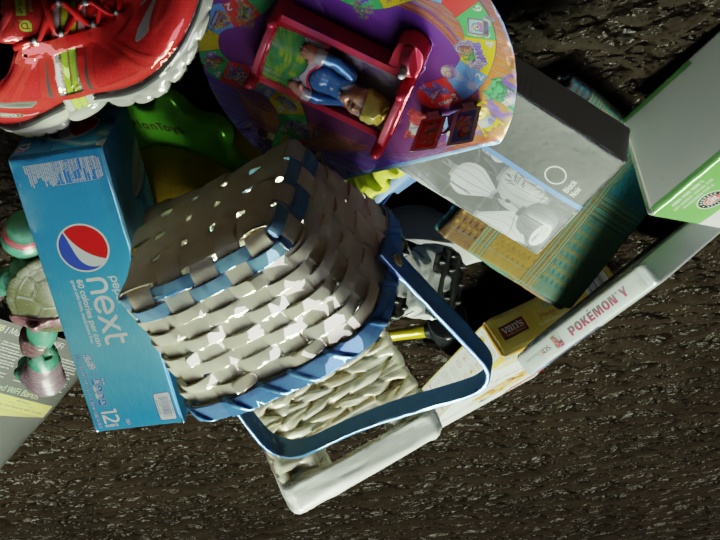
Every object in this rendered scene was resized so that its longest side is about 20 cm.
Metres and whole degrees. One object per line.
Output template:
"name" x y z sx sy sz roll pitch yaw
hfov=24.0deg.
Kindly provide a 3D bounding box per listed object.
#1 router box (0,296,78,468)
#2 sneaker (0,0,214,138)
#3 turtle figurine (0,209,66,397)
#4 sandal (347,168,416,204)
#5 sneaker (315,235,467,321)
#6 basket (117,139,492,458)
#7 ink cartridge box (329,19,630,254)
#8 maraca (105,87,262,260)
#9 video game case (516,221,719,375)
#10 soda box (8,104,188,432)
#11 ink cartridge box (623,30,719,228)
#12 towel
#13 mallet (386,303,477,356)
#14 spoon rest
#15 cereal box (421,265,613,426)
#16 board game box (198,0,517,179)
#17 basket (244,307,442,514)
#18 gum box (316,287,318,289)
"router box" -0.331 0.080 1.362 0.157 0.052 0.199 -46 143 16
"sneaker" -0.166 -0.134 0.974 0.199 0.078 0.085 -24 146 33
"turtle figurine" -0.220 0.001 1.188 0.148 0.101 0.201 -10 138 0
"sandal" 0.037 -0.084 1.145 0.087 0.080 0.199 11 153 -44
"sneaker" 0.000 0.000 1.208 0.090 0.067 0.200 11 -179 25
"basket" -0.035 0.028 1.044 0.175 0.140 0.201 -22 120 26
"ink cartridge box" 0.057 -0.097 1.037 0.199 0.039 0.100 30 133 -11
"maraca" -0.104 -0.054 1.136 0.136 0.108 0.201 6 145 32
"video game case" 0.228 -0.009 1.302 0.200 0.023 0.182 -36 175 -36
"soda box" -0.160 0.000 1.086 0.063 0.068 0.202 -7 118 11
"ink cartridge box" 0.307 -0.094 1.173 0.198 0.085 0.146 8 146 -33
"towel" 0.147 -0.054 1.222 0.147 0.022 0.199 -50 145 9
"mallet" 0.011 0.064 1.532 0.198 0.042 0.066 -10 160 19
"spoon rest" 0.073 -0.030 1.295 0.199 0.061 0.099 -27 150 36
"cereal box" 0.134 0.074 1.513 0.143 0.040 0.200 -25 165 -28
"board game box" -0.011 -0.113 0.986 0.198 0.039 0.159 -11 124 29
"basket" -0.031 0.095 1.356 0.135 0.124 0.200 -29 -175 -5
"gum box" -0.128 0.014 1.327 0.199 0.067 0.113 -25 152 35
